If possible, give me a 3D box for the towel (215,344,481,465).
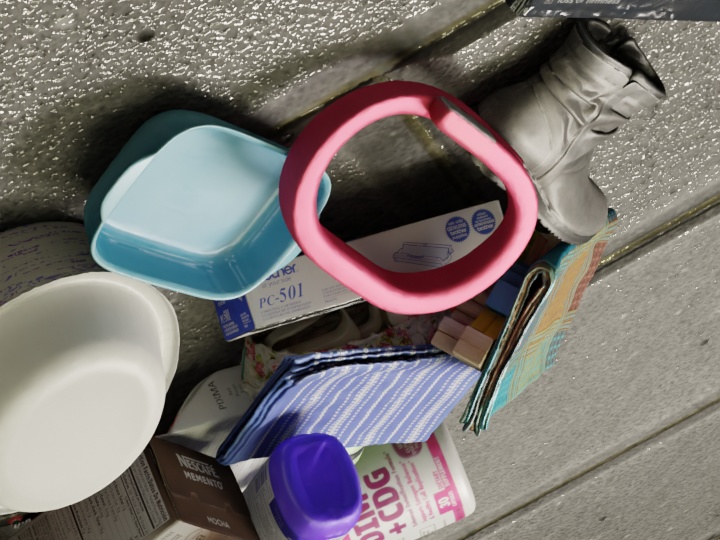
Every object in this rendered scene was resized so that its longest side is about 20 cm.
[{"bbox_3d":[0.000,0.103,1.599,0.199,0.024,0.145,-3,147,-33],"label":"towel"}]

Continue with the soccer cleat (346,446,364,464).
[{"bbox_3d":[-0.023,0.127,1.695,0.200,0.067,0.081,-53,151,6],"label":"soccer cleat"}]

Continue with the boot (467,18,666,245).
[{"bbox_3d":[0.164,-0.095,1.486,0.131,0.070,0.200,-35,151,16],"label":"boot"}]

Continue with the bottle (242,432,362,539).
[{"bbox_3d":[-0.059,0.197,1.629,0.065,0.084,0.200,-9,156,-25],"label":"bottle"}]

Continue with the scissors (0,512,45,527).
[{"bbox_3d":[-0.246,0.177,1.573,0.199,0.014,0.073,-2,147,-34],"label":"scissors"}]

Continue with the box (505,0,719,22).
[{"bbox_3d":[0.183,-0.247,1.168,0.199,0.124,0.197,-3,147,-36],"label":"box"}]

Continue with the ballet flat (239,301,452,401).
[{"bbox_3d":[-0.001,0.044,1.605,0.199,0.076,0.064,-23,120,-16],"label":"ballet flat"}]

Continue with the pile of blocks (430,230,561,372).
[{"bbox_3d":[0.107,0.007,1.595,0.200,0.062,0.082,-41,155,-55],"label":"pile of blocks"}]

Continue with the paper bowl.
[{"bbox_3d":[-0.208,0.076,1.379,0.200,0.104,0.201,-25,139,-24],"label":"paper bowl"}]

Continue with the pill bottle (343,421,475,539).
[{"bbox_3d":[-0.012,0.194,1.805,0.199,0.114,0.114,-23,153,-4],"label":"pill bottle"}]

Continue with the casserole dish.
[{"bbox_3d":[-0.102,-0.045,1.360,0.121,0.039,0.200,-51,148,14],"label":"casserole dish"}]

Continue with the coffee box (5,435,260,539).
[{"bbox_3d":[-0.189,0.219,1.585,0.200,0.080,0.113,-37,148,16],"label":"coffee box"}]

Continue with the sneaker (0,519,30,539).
[{"bbox_3d":[-0.296,0.262,1.719,0.199,0.081,0.147,-16,148,-31],"label":"sneaker"}]

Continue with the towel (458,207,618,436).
[{"bbox_3d":[0.141,0.035,1.597,0.200,0.022,0.147,-30,146,-64],"label":"towel"}]

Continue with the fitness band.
[{"bbox_3d":[0.032,-0.046,1.397,0.144,0.037,0.200,-42,134,12],"label":"fitness band"}]

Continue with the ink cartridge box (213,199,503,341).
[{"bbox_3d":[0.000,0.000,1.509,0.199,0.044,0.094,-16,178,-19],"label":"ink cartridge box"}]

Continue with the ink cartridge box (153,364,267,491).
[{"bbox_3d":[-0.151,0.143,1.663,0.199,0.050,0.162,-10,150,-30],"label":"ink cartridge box"}]
